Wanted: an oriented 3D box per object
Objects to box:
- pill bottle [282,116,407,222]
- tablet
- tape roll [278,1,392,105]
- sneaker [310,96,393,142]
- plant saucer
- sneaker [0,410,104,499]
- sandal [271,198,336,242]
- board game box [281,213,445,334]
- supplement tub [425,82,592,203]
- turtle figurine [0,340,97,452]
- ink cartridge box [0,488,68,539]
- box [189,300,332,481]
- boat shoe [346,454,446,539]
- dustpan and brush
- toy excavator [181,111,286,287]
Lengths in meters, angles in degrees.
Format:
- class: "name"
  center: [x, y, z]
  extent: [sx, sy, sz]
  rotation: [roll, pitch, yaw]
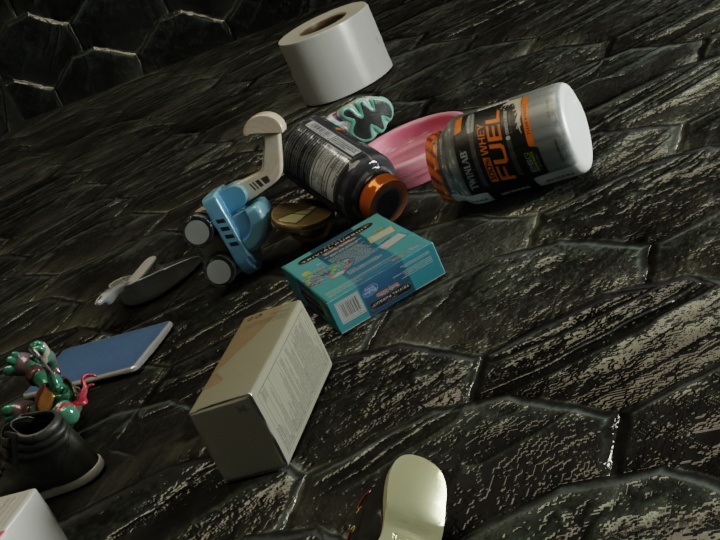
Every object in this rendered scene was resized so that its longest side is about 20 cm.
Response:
- class: "pill bottle"
  center: [-0.020, -0.137, 1.869]
  extent: [0.106, 0.107, 0.200]
  rotation: [-33, 46, -22]
- class: "tablet"
  center: [-0.364, 0.126, 1.816]
  extent: [0.198, 0.014, 0.130]
  rotation: [-15, 22, 25]
- class: "tape roll"
  center: [-0.051, -0.443, 2.670]
  extent: [0.201, 0.140, 0.203]
  rotation: [-21, 20, 8]
- class: "sneaker"
  center: [-0.045, -0.254, 2.284]
  extent: [0.199, 0.078, 0.140]
  rotation: [-27, 21, -5]
- class: "plant saucer"
  center: [0.079, -0.174, 1.980]
  extent: [0.199, 0.051, 0.201]
  rotation: [-23, 21, 9]
- class: "sneaker"
  center: [-0.402, 0.224, 1.493]
  extent: [0.199, 0.100, 0.071]
  rotation: [-25, 22, 6]
- class: "sandal"
  center: [-0.076, -0.069, 1.897]
  extent: [0.079, 0.055, 0.200]
  rotation: [9, 11, 9]
- class: "board game box"
  center: [0.000, 0.000, 1.646]
  extent: [0.150, 0.047, 0.200]
  rotation: [-30, 20, -11]
- class: "supplement tub"
  center: [0.193, -0.160, 1.705]
  extent: [0.198, 0.123, 0.123]
  rotation: [-17, 22, 25]
- class: "turtle figurine"
  center: [-0.403, 0.167, 1.645]
  extent: [0.199, 0.100, 0.151]
  rotation: [11, 82, 61]
- class: "ink cartridge box"
  center: [-0.415, 0.311, 1.315]
  extent: [0.198, 0.085, 0.146]
  rotation: [-19, 21, 23]
- class: "box"
  center: [-0.102, 0.125, 1.392]
  extent: [0.077, 0.096, 0.200]
  rotation: [-18, 20, 21]
- class: "boat shoe"
  center: [0.020, 0.237, 1.023]
  extent: [0.063, 0.073, 0.202]
  rotation: [-55, 10, 39]
- class: "dustpan and brush"
  center: [-0.341, 0.021, 1.977]
  extent: [0.138, 0.058, 0.200]
  rotation: [-14, 23, 27]
- class: "toy excavator"
  center: [-0.162, -0.103, 1.864]
  extent: [0.199, 0.196, 0.100]
  rotation: [-27, 10, 10]
